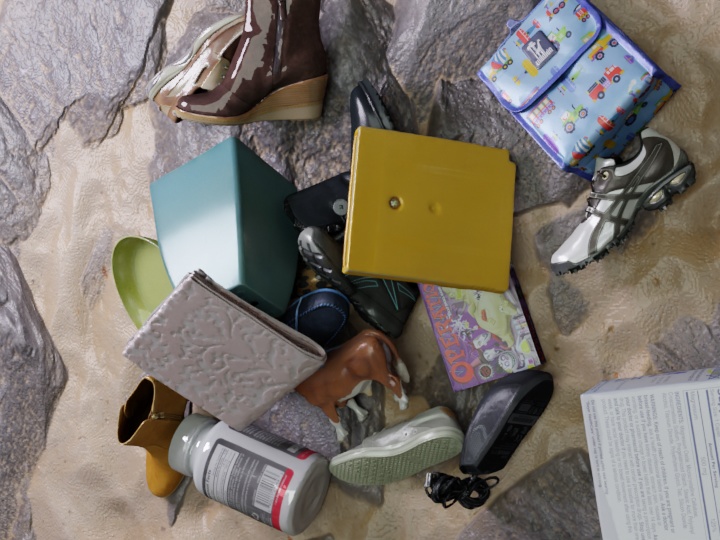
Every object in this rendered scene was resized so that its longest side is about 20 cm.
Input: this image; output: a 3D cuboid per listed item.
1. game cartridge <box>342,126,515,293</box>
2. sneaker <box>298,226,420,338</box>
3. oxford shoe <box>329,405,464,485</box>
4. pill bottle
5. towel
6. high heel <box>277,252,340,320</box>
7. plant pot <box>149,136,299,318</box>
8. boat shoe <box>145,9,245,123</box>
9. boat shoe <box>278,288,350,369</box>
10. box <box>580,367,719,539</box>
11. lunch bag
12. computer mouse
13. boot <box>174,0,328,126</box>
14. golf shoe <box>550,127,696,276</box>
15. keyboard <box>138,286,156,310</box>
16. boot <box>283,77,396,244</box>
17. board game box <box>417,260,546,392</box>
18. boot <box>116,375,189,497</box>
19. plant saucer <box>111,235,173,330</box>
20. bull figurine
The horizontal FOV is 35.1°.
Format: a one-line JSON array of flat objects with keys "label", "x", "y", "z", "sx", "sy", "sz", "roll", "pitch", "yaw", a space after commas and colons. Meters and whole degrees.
[{"label": "game cartridge", "x": 0.083, "y": -0.070, "z": 1.347, "sx": 0.199, "sy": 0.032, "sz": 0.177, "roll": 8, "pitch": 78, "yaw": -13}, {"label": "sneaker", "x": 0.000, "y": 0.000, "z": 1.388, "sx": 0.079, "sy": 0.200, "sz": 0.075, "roll": -51, "pitch": 38, "yaw": -8}, {"label": "oxford shoe", "x": 0.047, "y": 0.223, "z": 1.439, "sx": 0.200, "sy": 0.075, "sz": 0.058, "roll": -26, "pitch": 41, "yaw": 30}, {"label": "pill bottle", "x": -0.148, "y": 0.259, "z": 1.491, "sx": 0.199, "sy": 0.111, "sz": 0.111, "roll": 20, "pitch": 100, "yaw": 21}, {"label": "towel", "x": -0.166, "y": 0.099, "z": 1.360, "sx": 0.191, "sy": 0.032, "sz": 0.200, "roll": 35, "pitch": 134, "yaw": -14}, {"label": "high heel", "x": -0.080, "y": 0.064, "z": 1.470, "sx": 0.142, "sy": 0.071, "sz": 0.201, "roll": 16, "pitch": 90, "yaw": 28}, {"label": "plant pot", "x": -0.163, "y": -0.027, "z": 1.422, "sx": 0.141, "sy": 0.141, "sz": 0.201, "roll": -26, "pitch": 53, "yaw": 22}, {"label": "boat shoe", "x": -0.195, "y": -0.270, "z": 1.510, "sx": 0.200, "sy": 0.076, "sz": 0.072, "roll": -36, "pitch": 86, "yaw": 27}, {"label": "boat shoe", "x": -0.080, "y": 0.100, "z": 1.403, "sx": 0.084, "sy": 0.069, "sz": 0.200, "roll": 32, "pitch": 129, "yaw": -14}, {"label": "box", "x": 0.365, "y": 0.210, "z": 1.271, "sx": 0.199, "sy": 0.105, "sz": 0.185, "roll": -9, "pitch": 89, "yaw": 24}, {"label": "lunch bag", "x": 0.242, "y": -0.229, "z": 1.323, "sx": 0.151, "sy": 0.094, "sz": 0.200, "roll": -48, "pitch": 63, "yaw": 19}, {"label": "computer mouse", "x": 0.154, "y": 0.193, "z": 1.364, "sx": 0.053, "sy": 0.138, "sz": 0.200, "roll": 40, "pitch": 99, "yaw": 35}, {"label": "boot", "x": -0.142, "y": -0.273, "z": 1.452, "sx": 0.199, "sy": 0.072, "sz": 0.167, "roll": -3, "pitch": 107, "yaw": -4}, {"label": "golf shoe", "x": 0.283, "y": -0.079, "z": 1.302, "sx": 0.200, "sy": 0.078, "sz": 0.095, "roll": -41, "pitch": 92, "yaw": 10}, {"label": "keyboard", "x": -0.258, "y": 0.022, "z": 1.565, "sx": 0.200, "sy": 0.040, "sz": 0.104, "roll": 32, "pitch": 105, "yaw": 18}, {"label": "boot", "x": -0.022, "y": -0.118, "z": 1.413, "sx": 0.168, "sy": 0.076, "sz": 0.201, "roll": -23, "pitch": 90, "yaw": 3}, {"label": "board game box", "x": 0.140, "y": 0.037, "z": 1.403, "sx": 0.120, "sy": 0.032, "sz": 0.201, "roll": -22, "pitch": 84, "yaw": 27}, {"label": "boot", "x": -0.283, "y": 0.225, "z": 1.529, "sx": 0.071, "sy": 0.144, "sz": 0.202, "roll": 22, "pitch": 101, "yaw": 21}, {"label": "plant saucer", "x": -0.258, "y": 0.037, "z": 1.521, "sx": 0.200, "sy": 0.031, "sz": 0.201, "roll": 28, "pitch": 134, "yaw": 32}, {"label": "bull figurine", "x": -0.022, "y": 0.143, "z": 1.441, "sx": 0.200, "sy": 0.065, "sz": 0.122, "roll": -31, "pitch": 101, "yaw": 41}]
